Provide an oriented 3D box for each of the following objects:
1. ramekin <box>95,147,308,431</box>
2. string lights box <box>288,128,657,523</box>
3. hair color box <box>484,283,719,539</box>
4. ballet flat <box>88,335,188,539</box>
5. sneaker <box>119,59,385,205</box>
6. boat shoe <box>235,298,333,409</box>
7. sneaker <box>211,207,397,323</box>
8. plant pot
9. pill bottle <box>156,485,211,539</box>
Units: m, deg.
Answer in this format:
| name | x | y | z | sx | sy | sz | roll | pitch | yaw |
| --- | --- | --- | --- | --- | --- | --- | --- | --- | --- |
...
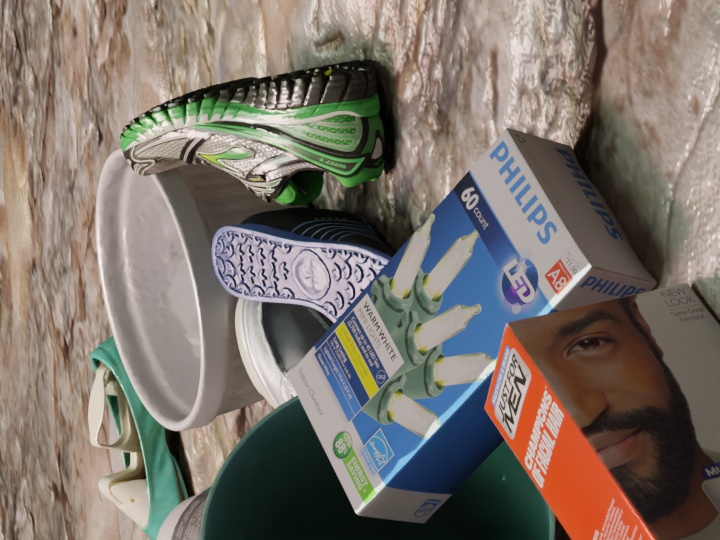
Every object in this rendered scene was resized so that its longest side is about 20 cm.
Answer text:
| name | x | y | z | sx | sy | sz | roll | pitch | yaw |
| --- | --- | --- | --- | --- | --- | --- | --- | --- | --- |
| ramekin | -0.102 | 0.005 | 1.663 | 0.200 | 0.104 | 0.201 | 41 | 137 | 54 |
| string lights box | 0.057 | 0.032 | 1.279 | 0.200 | 0.059 | 0.103 | -49 | 52 | 27 |
| hair color box | 0.155 | 0.101 | 1.132 | 0.200 | 0.110 | 0.064 | 55 | 147 | 40 |
| ballet flat | -0.187 | 0.150 | 1.962 | 0.067 | 0.070 | 0.201 | -1 | 101 | 65 |
| sneaker | -0.072 | -0.078 | 1.521 | 0.199 | 0.078 | 0.086 | -5 | 102 | 37 |
| boat shoe | -0.012 | 0.086 | 1.535 | 0.202 | 0.070 | 0.072 | 61 | 154 | 9 |
| sneaker | 0.000 | 0.000 | 1.493 | 0.199 | 0.078 | 0.071 | 21 | 119 | 38 |
| plant pot | 0.018 | 0.186 | 1.384 | 0.161 | 0.200 | 0.201 | 78 | 166 | -56 |
| pill bottle | -0.070 | 0.203 | 1.676 | 0.200 | 0.113 | 0.114 | -12 | 90 | 65 |
